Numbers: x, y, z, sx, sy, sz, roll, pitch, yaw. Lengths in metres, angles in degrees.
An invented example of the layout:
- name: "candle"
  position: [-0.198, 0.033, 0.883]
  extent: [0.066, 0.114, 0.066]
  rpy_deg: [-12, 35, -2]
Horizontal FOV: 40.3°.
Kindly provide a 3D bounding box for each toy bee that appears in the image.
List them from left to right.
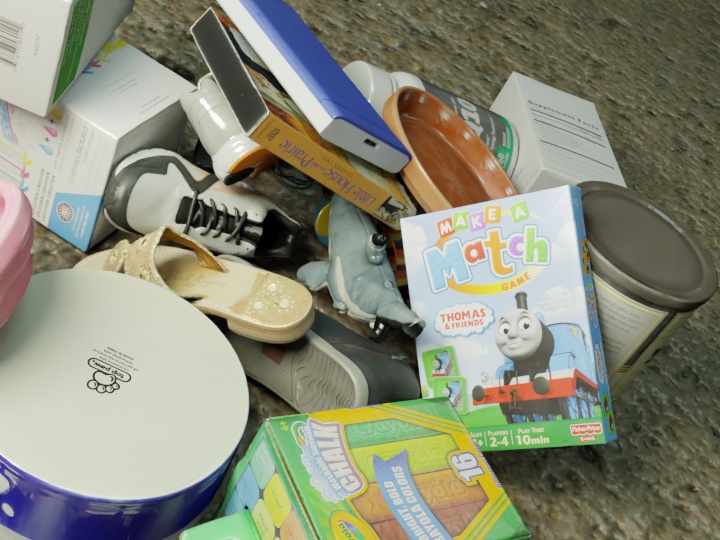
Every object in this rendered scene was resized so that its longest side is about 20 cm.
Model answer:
- name: "toy bee"
  position: [-0.007, -0.073, 0.958]
  extent: [0.200, 0.109, 0.131]
  rpy_deg: [36, 39, 9]

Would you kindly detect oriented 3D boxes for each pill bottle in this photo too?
- name: "pill bottle"
  position: [0.063, -0.146, 1.059]
  extent: [0.200, 0.113, 0.113]
  rpy_deg: [16, 38, -33]

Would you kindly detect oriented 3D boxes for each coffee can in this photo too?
- name: "coffee can"
  position: [0.198, 0.042, 0.883]
  extent: [0.146, 0.200, 0.147]
  rpy_deg: [18, 38, -15]

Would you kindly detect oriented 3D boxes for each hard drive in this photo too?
- name: "hard drive"
  position: [-0.046, -0.173, 0.829]
  extent: [0.200, 0.025, 0.132]
  rpy_deg: [54, 18, 25]

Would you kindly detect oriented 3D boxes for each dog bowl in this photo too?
- name: "dog bowl"
  position: [-0.181, 0.095, 0.673]
  extent: [0.200, 0.079, 0.200]
  rpy_deg: [18, 38, -15]

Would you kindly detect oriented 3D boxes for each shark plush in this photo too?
- name: "shark plush"
  position: [0.000, 0.000, 0.822]
  extent: [0.091, 0.083, 0.200]
  rpy_deg: [8, 23, -10]

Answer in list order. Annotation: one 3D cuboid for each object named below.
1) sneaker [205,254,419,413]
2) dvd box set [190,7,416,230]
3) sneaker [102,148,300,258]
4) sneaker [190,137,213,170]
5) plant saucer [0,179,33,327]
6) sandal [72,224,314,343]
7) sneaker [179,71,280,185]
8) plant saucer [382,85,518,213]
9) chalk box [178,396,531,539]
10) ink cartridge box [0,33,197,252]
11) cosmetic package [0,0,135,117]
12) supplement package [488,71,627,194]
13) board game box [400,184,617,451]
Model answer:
- name: "sneaker"
  position: [-0.047, 0.061, 0.824]
  extent: [0.200, 0.075, 0.106]
  rpy_deg: [42, 18, 29]
- name: "dvd box set"
  position: [-0.044, -0.123, 0.824]
  extent: [0.200, 0.029, 0.146]
  rpy_deg: [29, 25, -48]
- name: "sneaker"
  position: [-0.127, -0.051, 0.830]
  extent: [0.080, 0.074, 0.200]
  rpy_deg: [26, 12, 34]
- name: "sneaker"
  position: [-0.094, -0.151, 1.011]
  extent: [0.086, 0.080, 0.200]
  rpy_deg: [31, 38, 8]
- name: "plant saucer"
  position: [-0.288, 0.023, 0.628]
  extent: [0.051, 0.200, 0.201]
  rpy_deg: [57, 25, -31]
- name: "sandal"
  position: [-0.136, -0.005, 0.757]
  extent: [0.211, 0.070, 0.078]
  rpy_deg: [13, 47, 17]
- name: "sneaker"
  position: [-0.100, -0.136, 0.867]
  extent: [0.092, 0.076, 0.200]
  rpy_deg: [55, 8, -4]
- name: "plant saucer"
  position: [0.091, -0.087, 0.932]
  extent: [0.200, 0.032, 0.200]
  rpy_deg: [38, 30, -27]
- name: "chalk box"
  position: [-0.016, 0.175, 0.651]
  extent: [0.200, 0.124, 0.125]
  rpy_deg: [-2, 47, -35]
- name: "ink cartridge box"
  position: [-0.269, -0.138, 0.845]
  extent: [0.200, 0.129, 0.125]
  rpy_deg: [32, 37, 5]
- name: "cosmetic package"
  position: [-0.237, -0.224, 0.770]
  extent: [0.085, 0.108, 0.200]
  rpy_deg: [23, 39, -6]
- name: "supplement package"
  position: [0.212, -0.114, 1.137]
  extent: [0.120, 0.121, 0.200]
  rpy_deg: [17, 38, -18]
- name: "board game box"
  position: [0.116, 0.044, 0.796]
  extent: [0.037, 0.151, 0.200]
  rpy_deg: [4, 77, -60]
